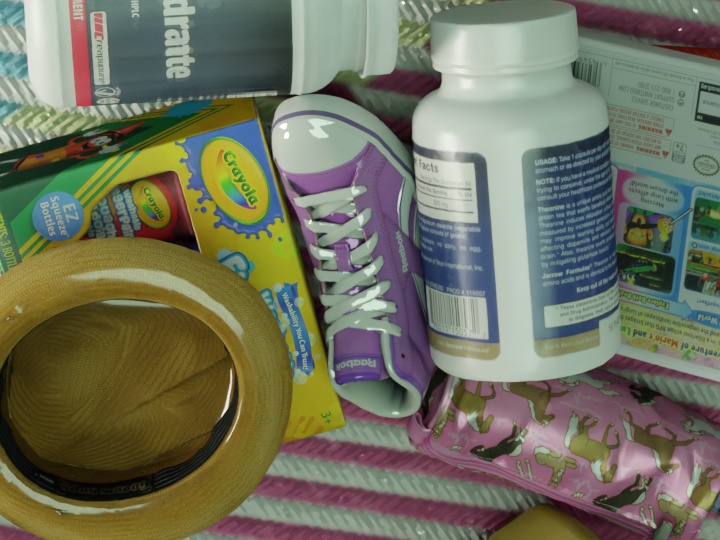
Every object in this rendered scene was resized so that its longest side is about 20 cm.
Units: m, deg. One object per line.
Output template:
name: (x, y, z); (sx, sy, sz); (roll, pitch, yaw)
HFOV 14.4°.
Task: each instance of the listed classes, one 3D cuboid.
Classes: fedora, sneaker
fedora: (-0.135, 0.059, 1.590); (0.200, 0.082, 0.201); (0, 112, 0)
sneaker: (0.001, 0.000, 1.613); (0.072, 0.114, 0.201); (-11, 132, 23)

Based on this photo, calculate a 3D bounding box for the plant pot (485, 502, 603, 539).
plant pot: (0.115, 0.262, 1.709); (0.200, 0.176, 0.200); (-37, 120, 6)

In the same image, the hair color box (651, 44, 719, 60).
hair color box: (0.266, -0.072, 1.679); (0.199, 0.061, 0.102); (2, 110, -8)

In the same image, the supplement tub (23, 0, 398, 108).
supplement tub: (-0.085, -0.163, 1.562); (0.199, 0.140, 0.141); (-4, 110, -5)

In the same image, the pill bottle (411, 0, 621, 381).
pill bottle: (0.086, -0.047, 1.600); (0.111, 0.111, 0.201); (-6, 104, -5)

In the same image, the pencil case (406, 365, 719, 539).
pencil case: (0.125, 0.100, 1.711); (0.200, 0.087, 0.083); (23, 114, -12)

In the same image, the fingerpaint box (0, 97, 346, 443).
fingerpaint box: (-0.114, 0.014, 1.658); (0.166, 0.073, 0.200); (-15, 111, -1)

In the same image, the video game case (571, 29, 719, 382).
video game case: (0.158, -0.040, 1.641); (0.200, 0.024, 0.183); (15, 111, 25)
